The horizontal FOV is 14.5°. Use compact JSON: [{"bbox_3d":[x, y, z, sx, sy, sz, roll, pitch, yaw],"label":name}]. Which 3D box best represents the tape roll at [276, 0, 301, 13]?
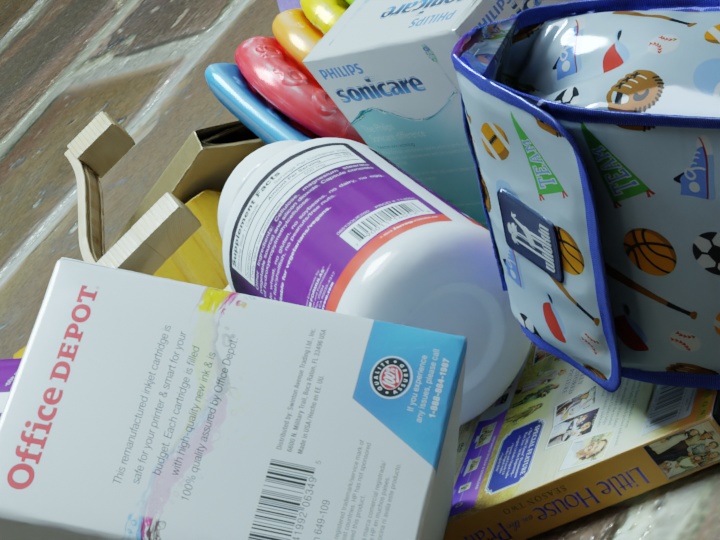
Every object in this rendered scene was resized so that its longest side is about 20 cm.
[{"bbox_3d":[0.038,-0.212,1.766,0.200,0.066,0.200,-23,56,38],"label":"tape roll"}]

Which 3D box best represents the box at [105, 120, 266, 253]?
[{"bbox_3d":[-0.082,-0.035,1.774,0.163,0.021,0.200,-15,-25,-41],"label":"box"}]

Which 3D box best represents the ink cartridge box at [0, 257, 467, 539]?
[{"bbox_3d":[-0.064,0.108,1.325,0.200,0.146,0.147,11,55,7],"label":"ink cartridge box"}]

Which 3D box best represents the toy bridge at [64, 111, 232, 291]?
[{"bbox_3d":[-0.124,-0.013,1.645,0.067,0.027,0.200,-44,48,4],"label":"toy bridge"}]

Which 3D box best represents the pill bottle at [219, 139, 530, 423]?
[{"bbox_3d":[0.000,0.000,1.494,0.112,0.113,0.200,-42,34,-7],"label":"pill bottle"}]

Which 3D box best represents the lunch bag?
[{"bbox_3d":[0.147,-0.034,1.316,0.200,0.170,0.124,6,40,26],"label":"lunch bag"}]

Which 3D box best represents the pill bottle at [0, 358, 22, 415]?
[{"bbox_3d":[-0.160,0.102,1.540,0.200,0.113,0.113,-4,37,30],"label":"pill bottle"}]

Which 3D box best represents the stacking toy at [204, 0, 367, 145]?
[{"bbox_3d":[0.012,-0.152,1.627,0.110,0.116,0.200,42,106,27],"label":"stacking toy"}]

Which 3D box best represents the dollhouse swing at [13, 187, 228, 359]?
[{"bbox_3d":[-0.095,0.067,1.618,0.200,0.182,0.176,-35,1,9],"label":"dollhouse swing"}]

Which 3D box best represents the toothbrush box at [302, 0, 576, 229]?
[{"bbox_3d":[0.087,-0.074,1.534,0.085,0.200,0.146,-50,23,-25],"label":"toothbrush box"}]

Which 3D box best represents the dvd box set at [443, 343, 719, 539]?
[{"bbox_3d":[0.116,0.071,1.428,0.200,0.029,0.146,-26,25,32],"label":"dvd box set"}]
